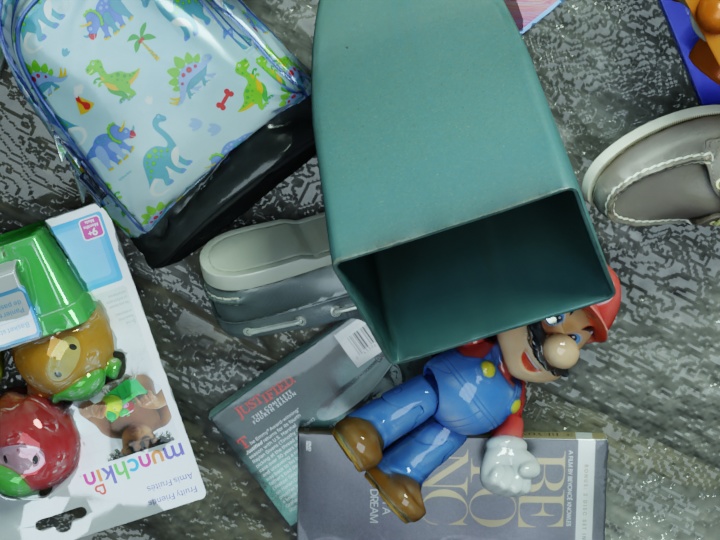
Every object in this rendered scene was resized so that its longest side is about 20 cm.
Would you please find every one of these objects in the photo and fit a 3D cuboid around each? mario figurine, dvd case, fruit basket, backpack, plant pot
[{"bbox_3d":[0.082,0.067,1.560,0.200,0.123,0.106,-42,66,-1],"label":"mario figurine"},{"bbox_3d":[0.058,0.176,1.634,0.198,0.016,0.150,1,103,1],"label":"dvd case"},{"bbox_3d":[-0.214,0.079,1.593,0.184,0.094,0.201,-17,94,6],"label":"fruit basket"},{"bbox_3d":[-0.130,-0.121,1.536,0.163,0.154,0.201,-36,86,9],"label":"backpack"},{"bbox_3d":[0.017,0.131,1.643,0.146,0.022,0.200,-36,101,9],"label":"dvd case"},{"bbox_3d":[0.047,-0.079,1.483,0.140,0.141,0.201,-17,62,7],"label":"plant pot"}]

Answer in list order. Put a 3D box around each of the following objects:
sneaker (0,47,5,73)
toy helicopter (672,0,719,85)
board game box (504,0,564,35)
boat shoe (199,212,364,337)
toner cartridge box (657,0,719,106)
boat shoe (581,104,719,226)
[{"bbox_3d":[-0.255,-0.193,1.523,0.073,0.118,0.202,-3,105,1],"label":"sneaker"},{"bbox_3d":[0.179,-0.165,1.454,0.199,0.132,0.079,32,107,-11],"label":"toy helicopter"},{"bbox_3d":[0.075,-0.222,1.546,0.200,0.039,0.158,-38,100,10],"label":"board game box"},{"bbox_3d":[0.000,0.000,1.591,0.198,0.073,0.062,-9,125,-6],"label":"boat shoe"},{"bbox_3d":[0.217,-0.196,1.537,0.094,0.043,0.201,-23,108,5],"label":"toner cartridge box"},{"bbox_3d":[0.231,-0.058,1.533,0.199,0.060,0.072,-11,140,-20],"label":"boat shoe"}]
